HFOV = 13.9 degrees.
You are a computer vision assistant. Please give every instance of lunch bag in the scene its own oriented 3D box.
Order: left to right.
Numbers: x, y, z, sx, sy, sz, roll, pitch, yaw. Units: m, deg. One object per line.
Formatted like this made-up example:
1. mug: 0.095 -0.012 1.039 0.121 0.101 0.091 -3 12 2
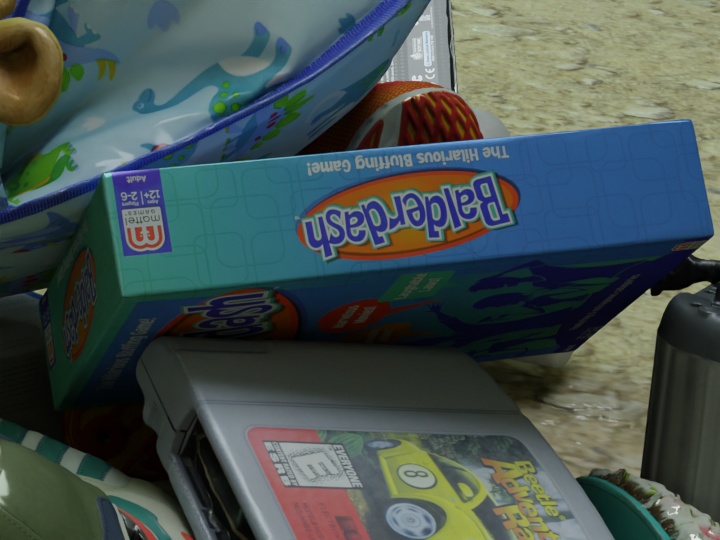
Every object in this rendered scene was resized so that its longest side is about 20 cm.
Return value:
1. lunch bag: -0.080 -0.071 1.035 0.127 0.200 0.170 45 -14 2

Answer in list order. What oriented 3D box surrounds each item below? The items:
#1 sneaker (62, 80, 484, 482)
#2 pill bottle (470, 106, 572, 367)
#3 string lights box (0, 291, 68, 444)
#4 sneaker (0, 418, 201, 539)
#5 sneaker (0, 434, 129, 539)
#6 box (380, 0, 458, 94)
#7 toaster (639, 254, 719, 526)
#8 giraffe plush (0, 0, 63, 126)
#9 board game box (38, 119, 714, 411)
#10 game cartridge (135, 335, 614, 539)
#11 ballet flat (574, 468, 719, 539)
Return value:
1. sneaker: -0.033 0.007 1.118 0.200 0.073 0.077 -42 18 -14
2. pill bottle: 0.003 -0.024 1.299 0.199 0.114 0.113 12 17 13
3. string lights box: -0.198 0.027 1.135 0.200 0.059 0.103 19 20 35
4. sneaker: -0.109 0.090 0.978 0.199 0.071 0.093 21 -2 43
5. sneaker: -0.114 0.080 0.855 0.090 0.067 0.200 40 -11 -15
6. box: -0.036 -0.036 1.212 0.160 0.044 0.201 -5 52 2
7. toaster: 0.171 0.078 1.011 0.199 0.130 0.114 16 18 25
8. giraffe plush: -0.181 -0.051 0.890 0.173 0.162 0.200 47 -3 -5
9. board game box: 0.000 0.000 1.003 0.199 0.045 0.152 -6 -14 -15
10. game cartridge: 0.020 0.094 0.923 0.133 0.041 0.200 6 37 -34
11. ballet flat: 0.122 0.131 0.934 0.064 0.076 0.200 12 23 -26
